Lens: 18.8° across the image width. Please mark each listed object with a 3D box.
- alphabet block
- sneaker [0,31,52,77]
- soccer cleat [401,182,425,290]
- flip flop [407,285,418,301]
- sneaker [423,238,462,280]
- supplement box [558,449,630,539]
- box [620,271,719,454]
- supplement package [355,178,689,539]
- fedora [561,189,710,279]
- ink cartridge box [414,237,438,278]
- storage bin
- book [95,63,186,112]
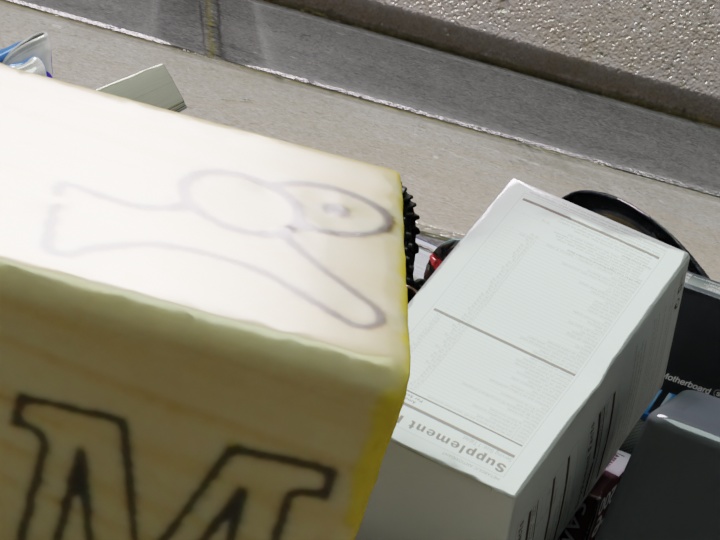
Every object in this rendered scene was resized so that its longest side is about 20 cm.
[{"bbox_3d":[-0.100,0.052,0.926,0.199,0.197,0.196,15,29,-7],"label":"alphabet block"},{"bbox_3d":[-0.217,-0.092,1.555,0.199,0.147,0.081,10,15,-25],"label":"sneaker"},{"bbox_3d":[0.000,0.000,1.368,0.073,0.068,0.200,10,-25,13],"label":"soccer cleat"},{"bbox_3d":[0.013,0.037,1.228,0.081,0.058,0.200,21,9,19],"label":"flip flop"},{"bbox_3d":[0.137,0.046,1.444,0.200,0.079,0.095,50,36,16],"label":"sneaker"},{"bbox_3d":[0.049,0.108,1.250,0.199,0.061,0.109,21,14,14],"label":"supplement box"},{"bbox_3d":[0.169,0.076,1.313,0.199,0.160,0.046,20,15,13],"label":"box"},{"bbox_3d":[0.075,0.066,1.142,0.113,0.110,0.200,25,49,20],"label":"supplement package"},{"bbox_3d":[0.179,0.045,1.556,0.091,0.201,0.200,-33,38,-23],"label":"fedora"},{"bbox_3d":[0.018,0.005,1.596,0.196,0.043,0.200,23,10,17],"label":"ink cartridge box"},{"bbox_3d":[0.212,0.152,1.111,0.199,0.135,0.145,22,14,19],"label":"storage bin"},{"bbox_3d":[-0.219,-0.060,1.351,0.200,0.048,0.133,-33,5,-40],"label":"book"}]
